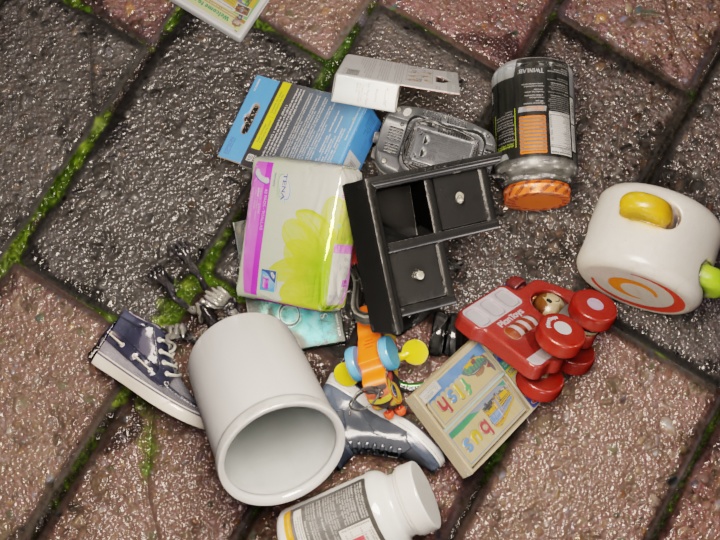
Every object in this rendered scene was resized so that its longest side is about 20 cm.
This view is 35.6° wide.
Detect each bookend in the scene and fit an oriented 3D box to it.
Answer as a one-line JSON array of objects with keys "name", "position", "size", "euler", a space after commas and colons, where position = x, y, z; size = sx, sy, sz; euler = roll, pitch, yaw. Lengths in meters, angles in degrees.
[{"name": "bookend", "position": [0.098, -0.036, 1.466], "size": [0.197, 0.092, 0.202], "euler": [-12, 93, -20]}]

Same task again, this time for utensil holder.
[{"name": "utensil holder", "position": [-0.129, 0.176, 1.471], "size": [0.169, 0.171, 0.200], "euler": [-23, 39, -6]}]

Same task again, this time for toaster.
[{"name": "toaster", "position": [0.112, -0.153, 1.609], "size": [0.198, 0.129, 0.115], "euler": [15, 78, 2]}]

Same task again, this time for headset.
[{"name": "headset", "position": [0.092, 0.075, 1.576], "size": [0.123, 0.094, 0.201], "euler": [29, 89, 4]}]

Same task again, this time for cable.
[{"name": "cable", "position": [0.000, 0.000, 1.566], "size": [0.096, 0.051, 0.201], "euler": [2, 32, 8]}]

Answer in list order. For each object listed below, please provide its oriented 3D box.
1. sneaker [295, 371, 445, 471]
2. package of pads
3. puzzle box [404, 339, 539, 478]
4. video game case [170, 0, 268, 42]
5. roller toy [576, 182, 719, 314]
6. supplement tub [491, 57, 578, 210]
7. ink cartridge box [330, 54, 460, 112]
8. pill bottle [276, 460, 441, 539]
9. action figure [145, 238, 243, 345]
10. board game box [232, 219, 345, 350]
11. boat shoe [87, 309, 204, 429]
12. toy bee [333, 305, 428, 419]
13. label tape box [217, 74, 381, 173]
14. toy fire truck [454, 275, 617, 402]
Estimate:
[{"name": "sneaker", "position": [0.002, 0.253, 1.535], "size": [0.201, 0.077, 0.147], "euler": [31, 67, 15]}, {"name": "package of pads", "position": [-0.082, -0.051, 1.532], "size": [0.153, 0.068, 0.202], "euler": [9, 94, 29]}, {"name": "puzzle box", "position": [0.163, 0.173, 1.535], "size": [0.200, 0.025, 0.133], "euler": [-38, 91, -39]}, {"name": "video game case", "position": [-0.220, -0.475, 1.726], "size": [0.199, 0.022, 0.183], "euler": [31, 78, 4]}, {"name": "roller toy", "position": [0.403, -0.036, 1.563], "size": [0.199, 0.182, 0.141], "euler": [28, 76, -21]}, {"name": "supplement tub", "position": [0.253, -0.196, 1.626], "size": [0.121, 0.123, 0.202], "euler": [1, 78, -2]}, {"name": "ink cartridge box", "position": [0.053, -0.263, 1.602], "size": [0.172, 0.200, 0.044], "euler": [11, 109, 1]}, {"name": "pill bottle", "position": [-0.002, 0.334, 1.479], "size": [0.199, 0.116, 0.117], "euler": [-25, 79, 11]}, {"name": "action figure", "position": [-0.221, 0.062, 1.560], "size": [0.119, 0.102, 0.201], "euler": [-40, 77, 8]}, {"name": "board game box", "position": [-0.104, 0.018, 1.616], "size": [0.134, 0.028, 0.202], "euler": [-10, 78, -5]}, {"name": "boat shoe", "position": [-0.277, 0.134, 1.560], "size": [0.199, 0.075, 0.093], "euler": [31, 86, 6]}, {"name": "toy bee", "position": [0.021, 0.144, 1.508], "size": [0.130, 0.109, 0.201], "euler": [-4, 42, 34]}, {"name": "label tape box", "position": [-0.089, -0.190, 1.636], "size": [0.199, 0.063, 0.145], "euler": [19, 77, 28]}, {"name": "toy fire truck", "position": [0.248, 0.073, 1.561], "size": [0.168, 0.113, 0.199], "euler": [38, 44, 24]}]
